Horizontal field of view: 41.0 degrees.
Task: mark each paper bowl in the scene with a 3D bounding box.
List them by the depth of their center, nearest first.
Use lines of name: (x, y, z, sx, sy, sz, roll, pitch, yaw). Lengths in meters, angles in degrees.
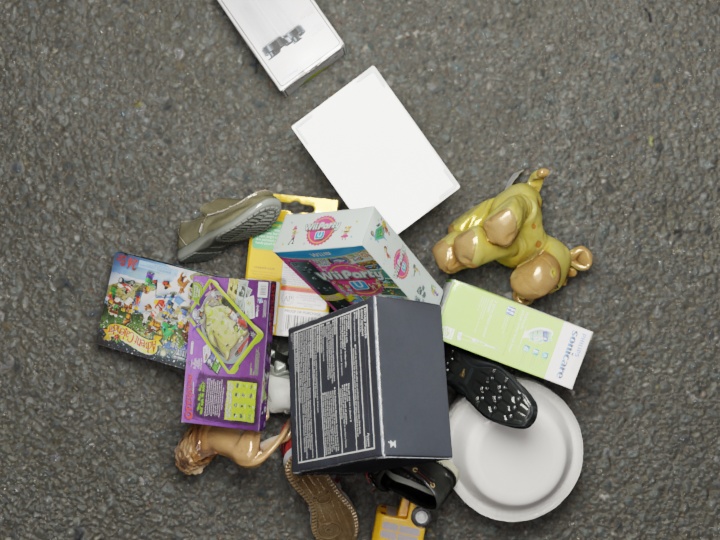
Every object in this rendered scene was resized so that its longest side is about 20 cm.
paper bowl: (0.213, 0.251, 1.353, 0.198, 0.104, 0.203, 0, 89, 2)

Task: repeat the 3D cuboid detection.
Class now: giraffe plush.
giraffe plush: (0.224, -0.026, 1.343, 0.200, 0.172, 0.163, -43, 101, -33)

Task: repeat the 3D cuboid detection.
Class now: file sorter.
file sorter: (0.021, -0.152, 1.344, 0.138, 0.125, 0.201, -36, 90, 1)

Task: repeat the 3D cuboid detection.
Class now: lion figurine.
lion figurine: (-0.177, 0.238, 1.343, 0.073, 0.199, 0.123, 49, 59, -29)

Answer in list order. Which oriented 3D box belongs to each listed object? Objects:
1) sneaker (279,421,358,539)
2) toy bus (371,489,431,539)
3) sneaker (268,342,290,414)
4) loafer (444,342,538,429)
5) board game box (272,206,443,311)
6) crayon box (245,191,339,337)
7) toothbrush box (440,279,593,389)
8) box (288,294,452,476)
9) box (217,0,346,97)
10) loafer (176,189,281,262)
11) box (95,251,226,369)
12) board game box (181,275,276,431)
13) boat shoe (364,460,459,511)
sneaker: (-0.060, 0.302, 1.386, 0.071, 0.113, 0.201, -22, 120, -1)
toy bus: (0.051, 0.406, 1.377, 0.077, 0.065, 0.202, 11, 91, 3)
sneaker: (-0.091, 0.175, 1.383, 0.199, 0.074, 0.089, 27, 113, -5)
loafer: (0.169, 0.153, 1.294, 0.070, 0.200, 0.069, 21, 96, -41)
board game box: (0.000, 0.000, 1.286, 0.146, 0.200, 0.065, -3, 55, 35)
crayon box: (-0.099, -0.006, 1.385, 0.124, 0.052, 0.202, 6, 91, 2)
toothbrush box: (0.201, 0.084, 1.330, 0.198, 0.146, 0.087, 22, 90, 2)
box: (0.009, 0.156, 1.251, 0.122, 0.198, 0.202, 9, 70, -35)
box: (-0.122, -0.364, 1.378, 0.116, 0.060, 0.201, -36, 89, 1)
loafer: (-0.193, -0.073, 1.345, 0.199, 0.075, 0.070, -24, 76, 34)
box: (-0.270, 0.062, 1.372, 0.198, 0.038, 0.138, 13, 90, 17)
board game box: (-0.179, 0.111, 1.307, 0.119, 0.032, 0.202, 4, 87, 14)
boat shoe: (0.036, 0.269, 1.343, 0.200, 0.063, 0.074, 21, 132, 24)
